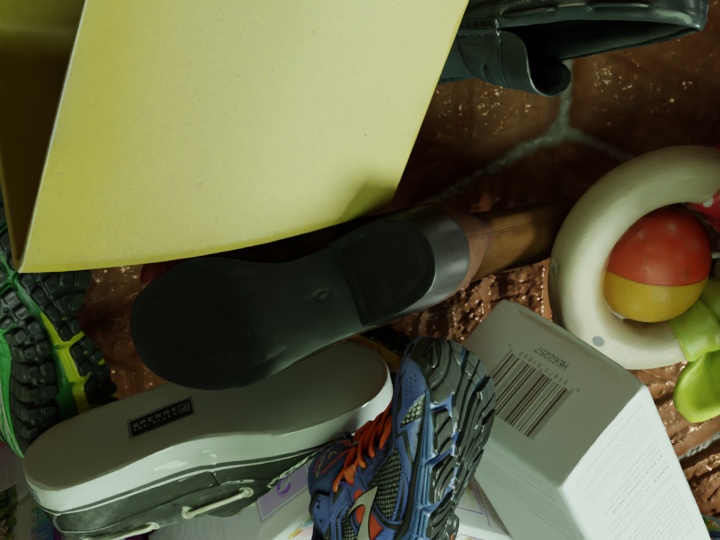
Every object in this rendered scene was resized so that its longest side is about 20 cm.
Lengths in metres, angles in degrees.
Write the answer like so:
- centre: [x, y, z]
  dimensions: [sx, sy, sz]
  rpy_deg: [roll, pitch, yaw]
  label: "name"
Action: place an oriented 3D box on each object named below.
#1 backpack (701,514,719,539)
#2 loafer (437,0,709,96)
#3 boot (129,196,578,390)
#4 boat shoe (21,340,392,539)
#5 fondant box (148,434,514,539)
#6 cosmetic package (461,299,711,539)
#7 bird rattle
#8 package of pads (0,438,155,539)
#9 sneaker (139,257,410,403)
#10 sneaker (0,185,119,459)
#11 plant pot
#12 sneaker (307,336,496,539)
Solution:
- centre: [0.184, 0.226, 1.118]
  dimensions: [0.182, 0.135, 0.200]
  rpy_deg: [28, 120, -22]
  label: "backpack"
- centre: [0.077, -0.117, 0.872]
  dimensions: [0.200, 0.071, 0.068]
  rpy_deg: [-16, 160, 35]
  label: "loafer"
- centre: [0.000, 0.000, 0.934]
  dimensions: [0.187, 0.200, 0.069]
  rpy_deg: [-26, 86, 26]
  label: "boot"
- centre: [-0.075, 0.092, 0.948]
  dimensions: [0.199, 0.071, 0.064]
  rpy_deg: [-16, 129, 6]
  label: "boat shoe"
- centre: [-0.002, 0.161, 1.058]
  dimensions: [0.144, 0.059, 0.199]
  rpy_deg: [-39, 142, 28]
  label: "fondant box"
- centre: [0.118, 0.112, 0.961]
  dimensions: [0.074, 0.101, 0.200]
  rpy_deg: [-47, 143, -11]
  label: "cosmetic package"
- centre: [0.179, -0.009, 0.947]
  dimensions: [0.162, 0.113, 0.201]
  rpy_deg: [-6, 132, -21]
  label: "bird rattle"
- centre: [-0.158, 0.180, 1.022]
  dimensions: [0.075, 0.201, 0.121]
  rpy_deg: [-26, 127, 9]
  label: "package of pads"
- centre: [-0.045, 0.054, 1.014]
  dimensions: [0.200, 0.078, 0.082]
  rpy_deg: [36, 118, -25]
  label: "sneaker"
- centre: [-0.193, 0.018, 0.973]
  dimensions: [0.078, 0.085, 0.201]
  rpy_deg: [-22, 113, -39]
  label: "sneaker"
- centre: [-0.062, -0.127, 0.823]
  dimensions: [0.175, 0.201, 0.201]
  rpy_deg: [5, 126, -22]
  label: "plant pot"
- centre: [0.010, 0.105, 0.880]
  dimensions: [0.078, 0.075, 0.201]
  rpy_deg: [23, 134, 11]
  label: "sneaker"
